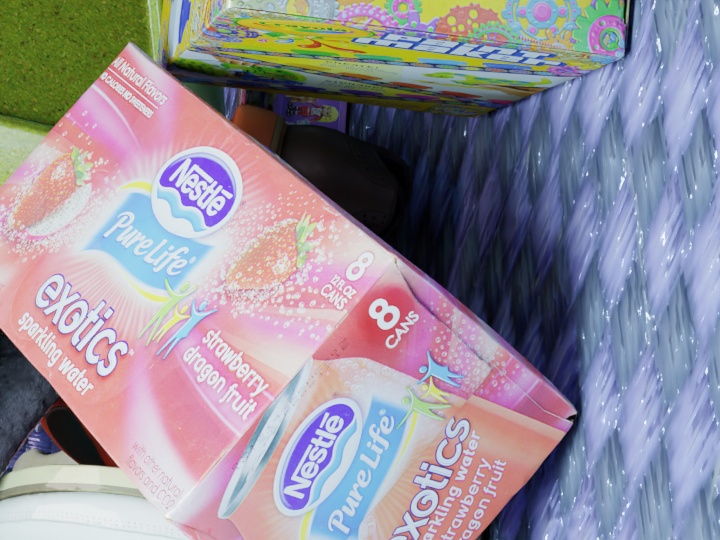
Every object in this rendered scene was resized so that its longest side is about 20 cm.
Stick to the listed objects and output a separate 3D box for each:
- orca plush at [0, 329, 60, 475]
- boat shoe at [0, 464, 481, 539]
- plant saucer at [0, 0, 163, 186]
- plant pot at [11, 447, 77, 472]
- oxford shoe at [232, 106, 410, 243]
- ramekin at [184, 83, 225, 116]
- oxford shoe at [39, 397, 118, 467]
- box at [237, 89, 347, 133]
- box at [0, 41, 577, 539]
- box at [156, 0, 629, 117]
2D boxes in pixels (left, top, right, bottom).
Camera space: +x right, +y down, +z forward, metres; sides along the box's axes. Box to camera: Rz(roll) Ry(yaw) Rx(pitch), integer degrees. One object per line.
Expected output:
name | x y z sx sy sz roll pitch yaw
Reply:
orca plush | -0.137 0.015 0.937 0.200 0.071 0.105 -54 13 -13
boat shoe | -0.054 0.108 0.876 0.200 0.075 0.068 1 78 36
plant saucer | -0.149 -0.104 1.044 0.048 0.200 0.200 -40 48 45
plant pot | -0.148 0.203 1.387 0.200 0.200 0.184 120 166 -67
oxford shoe | -0.019 -0.023 1.025 0.200 0.072 0.071 -88 10 -88
ramekin | -0.125 -0.054 1.207 0.200 0.098 0.200 179 90 -79
oxford shoe | -0.032 0.039 0.927 0.073 0.200 0.071 -56 -49 -31
box | -0.034 -0.113 1.293 0.137 0.039 0.200 129 147 -70
box | -0.038 0.019 0.797 0.103 0.095 0.200 -48 36 -1
box | 0.012 -0.162 0.819 0.193 0.122 0.200 168 108 -79
